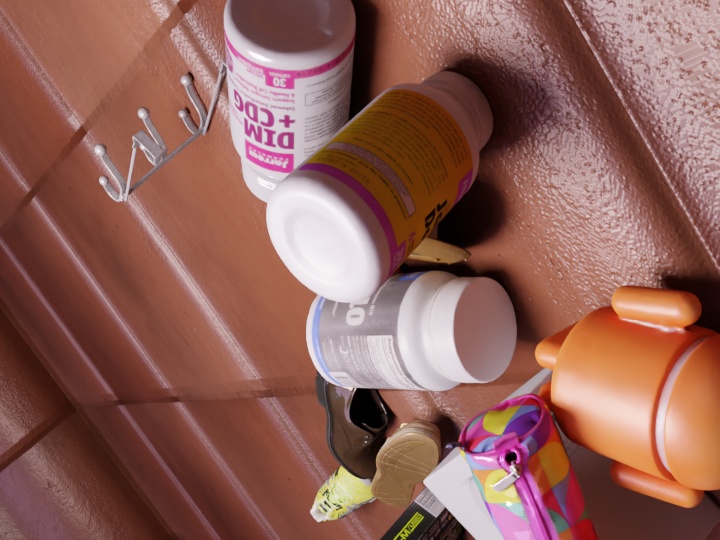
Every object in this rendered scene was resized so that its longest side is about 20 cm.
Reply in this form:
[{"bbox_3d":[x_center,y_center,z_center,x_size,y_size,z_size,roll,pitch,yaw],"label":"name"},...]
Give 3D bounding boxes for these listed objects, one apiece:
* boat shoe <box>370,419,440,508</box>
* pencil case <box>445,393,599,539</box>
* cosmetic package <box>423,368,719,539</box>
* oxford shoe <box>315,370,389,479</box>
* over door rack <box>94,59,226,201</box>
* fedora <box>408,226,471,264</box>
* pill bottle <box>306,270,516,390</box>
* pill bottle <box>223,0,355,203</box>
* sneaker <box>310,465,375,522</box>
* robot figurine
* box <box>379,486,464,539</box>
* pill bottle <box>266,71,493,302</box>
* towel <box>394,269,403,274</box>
[{"bbox_3d":[0.058,0.225,1.222,0.073,0.070,0.201,23,145,0],"label":"boat shoe"},{"bbox_3d":[0.144,0.198,0.784,0.088,0.088,0.202,-2,119,58],"label":"pencil case"},{"bbox_3d":[0.193,0.214,0.939,0.200,0.122,0.200,48,152,8],"label":"cosmetic package"},{"bbox_3d":[0.000,0.209,1.294,0.084,0.072,0.202,22,141,41],"label":"oxford shoe"},{"bbox_3d":[-0.216,-0.162,1.092,0.067,0.148,0.199,48,155,-9],"label":"over door rack"},{"bbox_3d":[0.015,-0.060,0.891,0.199,0.198,0.084,10,89,52],"label":"fedora"},{"bbox_3d":[0.048,0.059,0.970,0.198,0.114,0.115,-5,121,47],"label":"pill bottle"},{"bbox_3d":[-0.064,-0.157,0.894,0.113,0.113,0.201,39,151,21],"label":"pill bottle"},{"bbox_3d":[-0.023,0.337,1.484,0.075,0.076,0.201,46,152,13],"label":"sneaker"},{"bbox_3d":[0.226,0.096,0.750,0.116,0.146,0.198,27,172,-40],"label":"robot figurine"},{"bbox_3d":[0.062,0.391,1.282,0.047,0.200,0.195,30,148,29],"label":"box"},{"bbox_3d":[0.024,-0.073,0.752,0.103,0.200,0.105,25,139,24],"label":"pill bottle"},{"bbox_3d":[0.000,0.000,1.091,0.201,0.022,0.144,52,151,-5],"label":"towel"}]
